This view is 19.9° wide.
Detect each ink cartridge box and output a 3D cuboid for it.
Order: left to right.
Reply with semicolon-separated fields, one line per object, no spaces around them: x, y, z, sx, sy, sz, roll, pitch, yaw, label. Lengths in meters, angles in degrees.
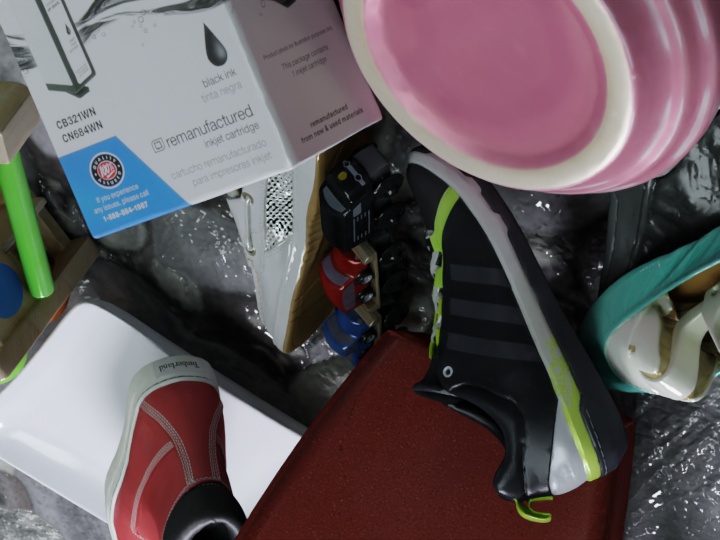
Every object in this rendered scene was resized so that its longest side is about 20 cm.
-0.100;-0.135;1.003;0.146;0.084;0.200;-18;100;39;ink cartridge box

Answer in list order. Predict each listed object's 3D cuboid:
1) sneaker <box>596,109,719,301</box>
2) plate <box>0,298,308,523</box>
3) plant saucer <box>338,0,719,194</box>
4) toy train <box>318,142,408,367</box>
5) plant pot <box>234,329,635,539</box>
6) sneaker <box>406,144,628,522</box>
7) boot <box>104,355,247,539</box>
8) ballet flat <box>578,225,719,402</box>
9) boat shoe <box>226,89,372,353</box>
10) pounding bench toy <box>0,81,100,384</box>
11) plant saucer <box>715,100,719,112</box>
0.177;-0.018;1.013;0.104;0.060;0.200;17;132;22;sneaker
-0.131;0.106;1.316;0.200;0.032;0.200;34;138;-13;plate
0.067;-0.111;0.933;0.200;0.051;0.201;24;141;22;plant saucer
0.000;0.000;1.109;0.034;0.046;0.200;50;163;26;toy train
0.054;0.137;1.115;0.200;0.200;0.176;23;92;11;plant pot
0.057;0.029;1.019;0.200;0.083;0.072;62;178;18;sneaker
-0.106;0.167;1.231;0.072;0.144;0.200;-7;141;-15;boot
0.164;0.021;0.966;0.067;0.070;0.200;36;136;-14;ballet flat
-0.039;-0.040;1.118;0.069;0.071;0.200;28;137;18;boat shoe
-0.231;-0.014;1.206;0.200;0.124;0.156;-16;120;39;pounding bench toy
0.096;-0.148;0.942;0.200;0.037;0.200;23;139;22;plant saucer
